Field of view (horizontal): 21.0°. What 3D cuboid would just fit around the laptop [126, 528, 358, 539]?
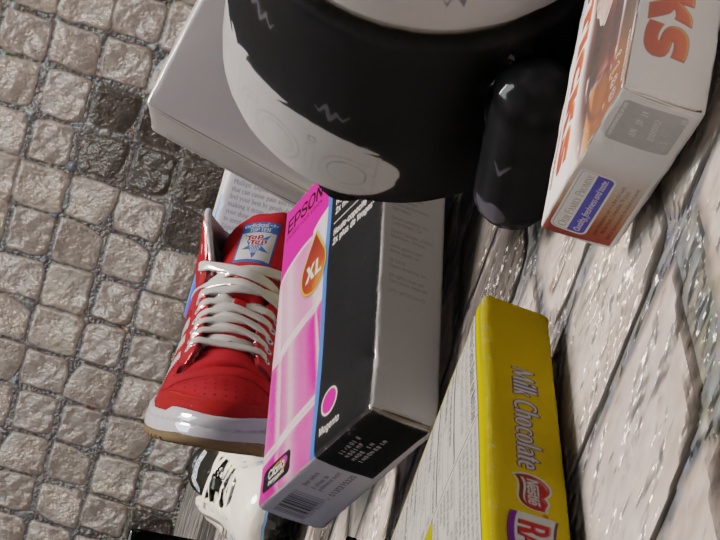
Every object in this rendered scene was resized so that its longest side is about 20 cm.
[{"bbox_3d":[-0.061,0.185,0.741,0.200,0.103,0.178,172,115,-85],"label":"laptop"}]

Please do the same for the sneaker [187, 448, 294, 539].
[{"bbox_3d":[-0.074,0.140,1.217,0.200,0.072,0.072,-178,106,-84],"label":"sneaker"}]

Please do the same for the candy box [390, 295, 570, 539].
[{"bbox_3d":[0.027,0.096,0.499,0.200,0.026,0.102,-84,14,-63],"label":"candy box"}]

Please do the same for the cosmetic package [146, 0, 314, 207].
[{"bbox_3d":[-0.020,-0.143,1.063,0.200,0.123,0.200,-62,6,-2],"label":"cosmetic package"}]

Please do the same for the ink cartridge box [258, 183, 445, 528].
[{"bbox_3d":[0.000,0.000,0.820,0.095,0.037,0.200,-46,30,46],"label":"ink cartridge box"}]

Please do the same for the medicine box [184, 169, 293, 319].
[{"bbox_3d":[-0.040,-0.066,1.326,0.182,0.103,0.201,120,164,-70],"label":"medicine box"}]

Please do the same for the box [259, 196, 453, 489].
[{"bbox_3d":[-0.006,0.040,0.967,0.200,0.038,0.137,126,160,-75],"label":"box"}]

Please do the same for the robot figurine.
[{"bbox_3d":[0.019,-0.101,0.645,0.125,0.150,0.200,-60,-8,-26],"label":"robot figurine"}]

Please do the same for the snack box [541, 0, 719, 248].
[{"bbox_3d":[0.085,-0.109,0.527,0.072,0.024,0.200,112,173,-62],"label":"snack box"}]

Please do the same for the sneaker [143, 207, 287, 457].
[{"bbox_3d":[-0.059,0.027,0.966,0.200,0.071,0.113,-110,32,-85],"label":"sneaker"}]
